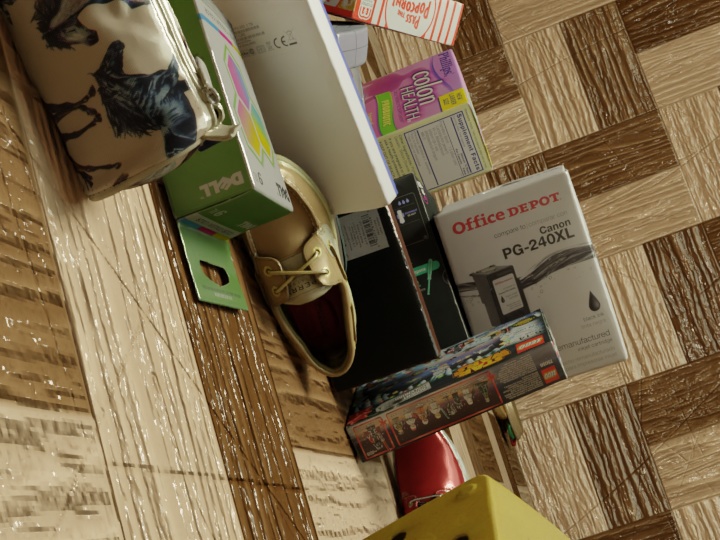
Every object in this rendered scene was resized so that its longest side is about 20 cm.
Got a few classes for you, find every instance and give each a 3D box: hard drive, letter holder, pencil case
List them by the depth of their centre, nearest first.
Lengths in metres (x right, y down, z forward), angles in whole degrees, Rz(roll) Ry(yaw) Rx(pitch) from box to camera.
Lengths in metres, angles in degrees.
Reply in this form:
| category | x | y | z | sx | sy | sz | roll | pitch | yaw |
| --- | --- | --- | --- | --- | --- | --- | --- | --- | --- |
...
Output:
| category | x | y | z | sx | sy | sz | roll | pitch | yaw |
| --- | --- | --- | --- | --- | --- | --- | --- | --- | --- |
| pencil case | -0.133 | -0.140 | 0.574 | 0.078 | 0.089 | 0.202 | -77 | 146 | -74 |
| hard drive | -0.064 | -0.133 | 0.891 | 0.025 | 0.131 | 0.201 | -51 | 126 | -48 |
| letter holder | 0.000 | 0.000 | 1.108 | 0.142 | 0.100 | 0.202 | 13 | 58 | -83 |

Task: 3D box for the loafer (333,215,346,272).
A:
| category | x | y | z | sx | sy | sz | roll | pitch | yaw |
| --- | --- | --- | --- | --- | --- | --- | --- | --- | --- |
| loafer | -0.056 | -0.072 | 0.991 | 0.063 | 0.071 | 0.202 | -82 | 153 | -78 |

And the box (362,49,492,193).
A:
| category | x | y | z | sx | sy | sz | roll | pitch | yaw |
| --- | --- | --- | --- | --- | --- | --- | --- | --- | --- |
| box | 0.048 | -0.169 | 1.469 | 0.176 | 0.198 | 0.097 | -95 | 163 | -59 |

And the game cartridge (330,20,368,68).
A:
| category | x | y | z | sx | sy | sz | roll | pitch | yaw |
| --- | --- | --- | --- | --- | --- | --- | --- | --- | --- |
| game cartridge | -0.059 | -0.209 | 1.077 | 0.200 | 0.132 | 0.042 | -76 | 172 | -75 |

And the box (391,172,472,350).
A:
| category | x | y | z | sx | sy | sz | roll | pitch | yaw |
| --- | --- | --- | --- | --- | --- | --- | --- | --- | --- |
| box | 0.044 | 0.021 | 1.258 | 0.149 | 0.123 | 0.202 | 36 | 34 | -75 |

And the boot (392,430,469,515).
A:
| category | x | y | z | sx | sy | sz | roll | pitch | yaw |
| --- | --- | --- | --- | --- | --- | --- | --- | --- | --- |
| boot | 0.069 | 0.238 | 1.123 | 0.144 | 0.072 | 0.202 | 33 | 42 | -75 |

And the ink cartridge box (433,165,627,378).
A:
| category | x | y | z | sx | sy | sz | roll | pitch | yaw |
| --- | --- | --- | --- | --- | --- | --- | --- | --- | --- |
| ink cartridge box | 0.172 | 0.011 | 1.199 | 0.083 | 0.144 | 0.202 | -34 | 106 | -78 |

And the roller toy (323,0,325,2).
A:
| category | x | y | z | sx | sy | sz | roll | pitch | yaw |
| --- | --- | --- | --- | --- | --- | --- | --- | --- | --- |
| roller toy | -0.077 | -0.312 | 0.996 | 0.140 | 0.198 | 0.184 | -88 | 163 | -67 |

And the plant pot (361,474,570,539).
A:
| category | x | y | z | sx | sy | sz | roll | pitch | yaw |
| --- | --- | --- | --- | --- | --- | --- | --- | --- | --- |
| plant pot | 0.065 | 0.247 | 0.693 | 0.177 | 0.199 | 0.200 | 56 | 11 | -14 |

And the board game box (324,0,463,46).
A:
| category | x | y | z | sx | sy | sz | roll | pitch | yaw |
| --- | --- | --- | --- | --- | --- | --- | --- | --- | --- |
| board game box | -0.018 | -0.281 | 1.193 | 0.151 | 0.199 | 0.047 | 4 | 106 | -45 |

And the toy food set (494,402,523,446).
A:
| category | x | y | z | sx | sy | sz | roll | pitch | yaw |
| --- | --- | --- | --- | --- | --- | --- | --- | --- | --- |
| toy food set | 0.354 | 0.331 | 2.900 | 0.200 | 0.048 | 0.199 | -93 | 162 | -65 |

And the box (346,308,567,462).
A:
| category | x | y | z | sx | sy | sz | roll | pitch | yaw |
| --- | --- | --- | --- | --- | --- | --- | --- | --- | --- |
| box | 0.088 | 0.103 | 1.088 | 0.137 | 0.198 | 0.040 | -71 | 136 | -78 |

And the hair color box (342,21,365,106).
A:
| category | x | y | z | sx | sy | sz | roll | pitch | yaw |
| --- | --- | --- | --- | --- | --- | --- | --- | --- | --- |
| hair color box | -0.048 | -0.182 | 1.177 | 0.201 | 0.098 | 0.061 | -97 | 180 | -57 |

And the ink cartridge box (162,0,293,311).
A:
| category | x | y | z | sx | sy | sz | roll | pitch | yaw |
| --- | --- | --- | --- | --- | --- | --- | --- | --- | --- |
| ink cartridge box | -0.096 | -0.080 | 0.784 | 0.104 | 0.059 | 0.202 | 30 | 42 | -78 |

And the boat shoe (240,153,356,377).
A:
| category | x | y | z | sx | sy | sz | roll | pitch | yaw |
| --- | --- | --- | --- | --- | --- | --- | --- | --- | --- |
| boat shoe | -0.043 | 0.000 | 0.900 | 0.067 | 0.073 | 0.201 | -109 | 174 | -50 |
